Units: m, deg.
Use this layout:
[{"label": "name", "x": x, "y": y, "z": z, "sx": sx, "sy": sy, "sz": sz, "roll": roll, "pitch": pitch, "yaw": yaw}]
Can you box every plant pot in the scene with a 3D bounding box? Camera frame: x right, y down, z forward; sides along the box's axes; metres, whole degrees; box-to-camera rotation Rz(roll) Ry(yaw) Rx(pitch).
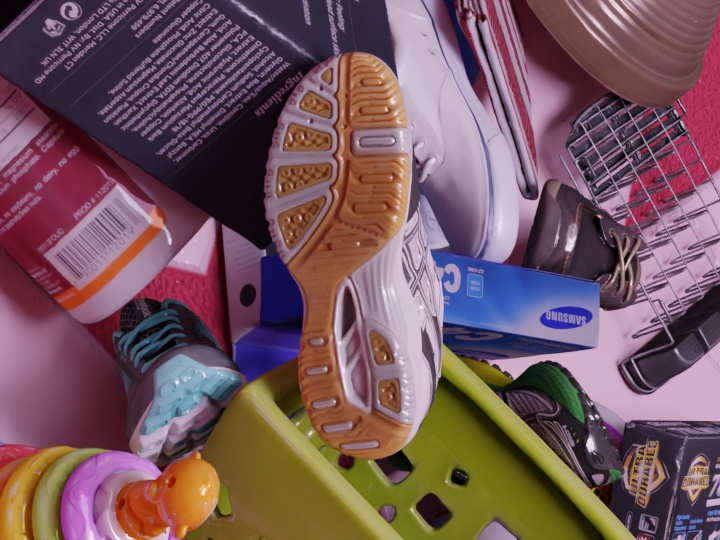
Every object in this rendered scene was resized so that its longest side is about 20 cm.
[{"label": "plant pot", "x": 0.193, "y": -0.223, "z": 1.625, "sx": 0.200, "sy": 0.093, "sz": 0.202, "roll": 34, "pitch": 34, "yaw": -27}, {"label": "plant pot", "x": 0.003, "y": 0.170, "z": 1.234, "sx": 0.200, "sy": 0.182, "sz": 0.199, "roll": 44, "pitch": 26, "yaw": 15}]

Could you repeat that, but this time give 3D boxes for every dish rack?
[{"label": "dish rack", "x": 0.210, "y": -0.031, "z": 1.642, "sx": 0.153, "sy": 0.054, "sz": 0.201, "roll": -34, "pitch": 97, "yaw": -47}]

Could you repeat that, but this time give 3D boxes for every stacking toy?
[{"label": "stacking toy", "x": -0.133, "y": 0.127, "z": 1.147, "sx": 0.109, "sy": 0.199, "sz": 0.117, "roll": 31, "pitch": 55, "yaw": -32}]

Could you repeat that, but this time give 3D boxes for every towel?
[{"label": "towel", "x": 0.087, "y": -0.156, "z": 1.503, "sx": 0.201, "sy": 0.023, "sz": 0.145, "roll": -90, "pitch": 162, "yaw": -54}]

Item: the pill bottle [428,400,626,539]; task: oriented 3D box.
[{"label": "pill bottle", "x": 0.097, "y": 0.171, "z": 1.422, "sx": 0.105, "sy": 0.104, "sz": 0.200, "roll": 56, "pitch": 46, "yaw": -13}]

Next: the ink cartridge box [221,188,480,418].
[{"label": "ink cartridge box", "x": 0.000, "y": 0.000, "z": 1.435, "sx": 0.197, "sy": 0.043, "sz": 0.201, "roll": 9, "pitch": 70, "yaw": -42}]

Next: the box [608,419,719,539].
[{"label": "box", "x": 0.209, "y": 0.197, "z": 1.470, "sx": 0.200, "sy": 0.049, "sz": 0.200, "roll": 5, "pitch": 96, "yaw": -59}]

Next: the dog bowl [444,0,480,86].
[{"label": "dog bowl", "x": 0.001, "y": -0.168, "z": 1.492, "sx": 0.199, "sy": 0.049, "sz": 0.112, "roll": 29, "pitch": 57, "yaw": -34}]

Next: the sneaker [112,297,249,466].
[{"label": "sneaker", "x": -0.106, "y": 0.055, "z": 1.241, "sx": 0.077, "sy": 0.200, "sz": 0.092, "roll": -31, "pitch": 83, "yaw": -7}]

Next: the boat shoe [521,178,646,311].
[{"label": "boat shoe", "x": 0.151, "y": -0.013, "z": 1.493, "sx": 0.200, "sy": 0.073, "sz": 0.075, "roll": 16, "pitch": 87, "yaw": -78}]

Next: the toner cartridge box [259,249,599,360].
[{"label": "toner cartridge box", "x": 0.044, "y": 0.020, "z": 1.374, "sx": 0.199, "sy": 0.095, "sz": 0.044, "roll": 10, "pitch": 78, "yaw": -42}]

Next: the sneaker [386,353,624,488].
[{"label": "sneaker", "x": 0.082, "y": 0.105, "z": 1.358, "sx": 0.085, "sy": 0.200, "sz": 0.078, "roll": -35, "pitch": 106, "yaw": -25}]

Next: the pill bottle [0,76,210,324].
[{"label": "pill bottle", "x": -0.179, "y": -0.078, "z": 1.233, "sx": 0.200, "sy": 0.114, "sz": 0.114, "roll": 46, "pitch": 48, "yaw": -11}]

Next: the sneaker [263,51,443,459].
[{"label": "sneaker", "x": 0.002, "y": -0.010, "z": 1.151, "sx": 0.088, "sy": 0.075, "sz": 0.202, "roll": -26, "pitch": 116, "yaw": -68}]

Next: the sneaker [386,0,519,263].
[{"label": "sneaker", "x": 0.035, "y": -0.088, "z": 1.406, "sx": 0.070, "sy": 0.073, "sz": 0.201, "roll": -4, "pitch": 59, "yaw": -31}]

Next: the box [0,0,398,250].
[{"label": "box", "x": -0.089, "y": -0.151, "z": 1.206, "sx": 0.200, "sy": 0.117, "sz": 0.197, "roll": 34, "pitch": 31, "yaw": -31}]
